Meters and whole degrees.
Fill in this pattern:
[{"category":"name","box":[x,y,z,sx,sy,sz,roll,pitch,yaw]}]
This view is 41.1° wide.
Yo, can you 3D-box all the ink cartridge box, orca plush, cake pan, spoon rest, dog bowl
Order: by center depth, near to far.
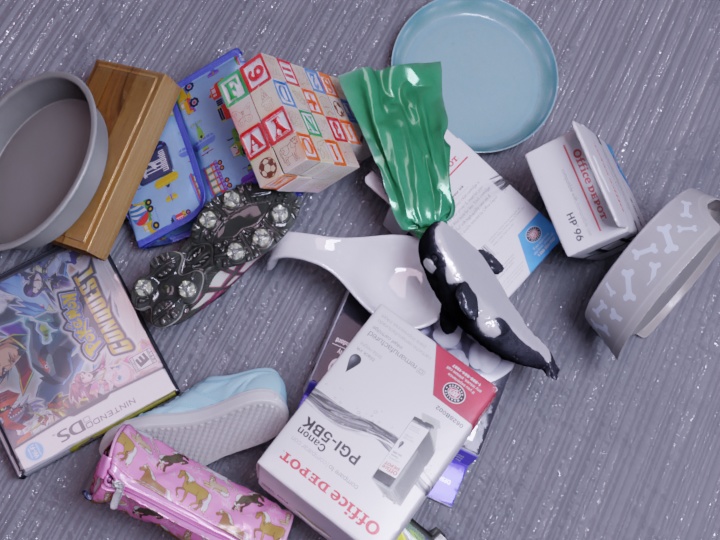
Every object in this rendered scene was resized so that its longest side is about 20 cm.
[{"category":"ink cartridge box","box":[0.015,0.159,0.922,0.146,0.083,0.200,35,68,10]},{"category":"orca plush","box":[0.117,0.041,0.979,0.200,0.071,0.106,39,39,-24]},{"category":"cake pan","box":[-0.337,-0.108,0.989,0.199,0.037,0.202,-12,64,26]},{"category":"spoon rest","box":[0.000,0.000,0.995,0.198,0.061,0.100,14,74,2]},{"category":"ink cartridge box","box":[0.236,-0.078,1.002,0.067,0.200,0.117,-26,78,22]},{"category":"dog bowl","box":[0.313,0.000,1.005,0.059,0.200,0.200,41,74,20]},{"category":"ink cartridge box","box":[0.049,0.118,1.019,0.197,0.043,0.201,24,76,1]},{"category":"ink cartridge box","box":[0.107,-0.059,1.058,0.200,0.068,0.116,44,75,5]}]

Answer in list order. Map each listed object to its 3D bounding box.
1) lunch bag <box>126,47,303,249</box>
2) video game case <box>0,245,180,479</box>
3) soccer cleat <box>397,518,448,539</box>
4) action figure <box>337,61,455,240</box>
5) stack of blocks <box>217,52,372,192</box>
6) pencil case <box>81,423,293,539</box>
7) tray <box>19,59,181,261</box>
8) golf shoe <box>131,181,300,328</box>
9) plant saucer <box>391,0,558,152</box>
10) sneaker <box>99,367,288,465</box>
[{"category":"lunch bag","box":[-0.185,-0.121,1.044,0.199,0.094,0.152,-24,77,3]},{"category":"video game case","box":[-0.312,0.083,0.997,0.180,0.026,0.201,-28,80,-12]},{"category":"soccer cleat","box":[0.018,0.265,0.968,0.200,0.065,0.084,39,84,6]},{"category":"action figure","box":[0.052,-0.114,1.001,0.117,0.055,0.202,-12,80,-13]},{"category":"stack of blocks","box":[-0.052,-0.145,0.997,0.058,0.200,0.116,-28,80,24]},{"category":"pencil case","box":[-0.159,0.225,0.914,0.199,0.083,0.087,30,46,-8]},{"category":"tray","box":[-0.273,-0.119,1.008,0.098,0.037,0.201,16,78,26]},{"category":"golf shoe","box":[-0.146,-0.019,0.993,0.199,0.088,0.077,-38,80,-2]},{"category":"plant saucer","box":[0.132,-0.228,1.126,0.198,0.027,0.202,2,75,-6]},{"category":"sneaker","box":[-0.167,0.152,0.984,0.198,0.082,0.074,-13,119,5]}]
